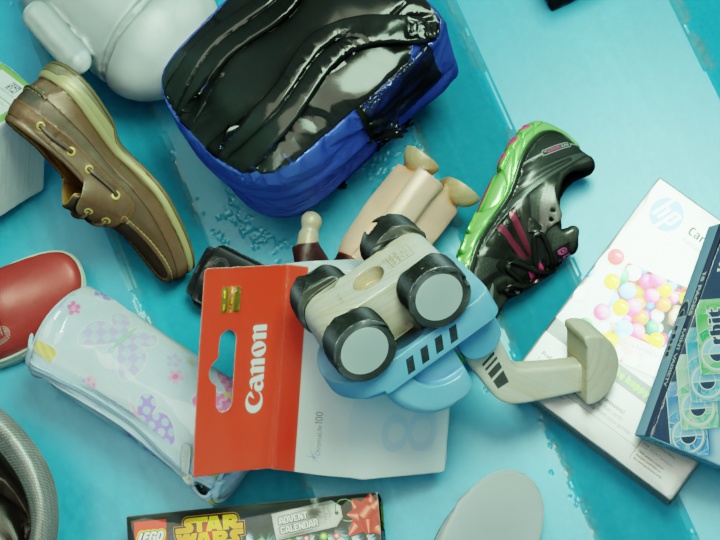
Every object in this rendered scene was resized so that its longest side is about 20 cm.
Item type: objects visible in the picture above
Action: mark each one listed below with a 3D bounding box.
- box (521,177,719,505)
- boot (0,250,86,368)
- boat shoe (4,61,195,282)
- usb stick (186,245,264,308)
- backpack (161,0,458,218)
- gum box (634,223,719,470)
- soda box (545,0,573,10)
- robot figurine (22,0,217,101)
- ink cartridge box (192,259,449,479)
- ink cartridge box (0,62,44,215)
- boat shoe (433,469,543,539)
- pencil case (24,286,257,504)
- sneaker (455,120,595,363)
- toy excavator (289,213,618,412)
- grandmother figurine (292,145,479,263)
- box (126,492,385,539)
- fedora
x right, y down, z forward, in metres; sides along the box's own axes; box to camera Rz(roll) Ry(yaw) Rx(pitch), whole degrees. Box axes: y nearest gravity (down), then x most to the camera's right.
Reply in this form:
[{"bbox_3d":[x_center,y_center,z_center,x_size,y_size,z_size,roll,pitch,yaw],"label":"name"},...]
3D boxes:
[{"bbox_3d":[0.234,0.054,1.491,0.156,0.041,0.200,37,82,12],"label":"box"},{"bbox_3d":[-0.313,0.036,1.498,0.199,0.144,0.073,-28,75,-2],"label":"boot"},{"bbox_3d":[-0.205,-0.066,1.510,0.068,0.072,0.201,-43,114,-20],"label":"boat shoe"},{"bbox_3d":[-0.043,0.042,1.526,0.199,0.033,0.056,26,87,11],"label":"usb stick"},{"bbox_3d":[-0.039,-0.138,1.494,0.200,0.168,0.162,-43,64,-8],"label":"backpack"},{"bbox_3d":[0.327,0.081,1.440,0.199,0.045,0.171,22,83,-8],"label":"gum box"},{"bbox_3d":[0.229,-0.289,1.560,0.199,0.063,0.071,-25,75,0],"label":"soda box"},{"bbox_3d":[-0.194,-0.215,1.559,0.200,0.113,0.169,42,55,13],"label":"robot figurine"},{"bbox_3d":[-0.023,0.075,1.430,0.199,0.047,0.161,-2,103,-31],"label":"ink cartridge box"},{"bbox_3d":[-0.335,-0.069,1.497,0.059,0.104,0.200,35,50,21],"label":"ink cartridge box"},{"bbox_3d":[0.070,0.237,1.448,0.072,0.066,0.201,35,60,-10],"label":"boat shoe"},{"bbox_3d":[-0.163,0.097,1.498,0.199,0.083,0.091,35,60,13],"label":"pencil case"},{"bbox_3d":[0.124,-0.019,1.502,0.083,0.077,0.201,24,84,8],"label":"sneaker"},{"bbox_3d":[0.072,0.054,1.401,0.194,0.201,0.100,-34,32,-6],"label":"toy excavator"},{"bbox_3d":[0.000,0.000,1.485,0.121,0.061,0.201,34,78,5],"label":"grandmother figurine"},{"bbox_3d":[-0.076,0.248,1.477,0.198,0.040,0.138,-7,75,4],"label":"box"},{"bbox_3d":[-0.320,0.184,1.491,0.200,0.090,0.177,39,85,6],"label":"fedora"}]
